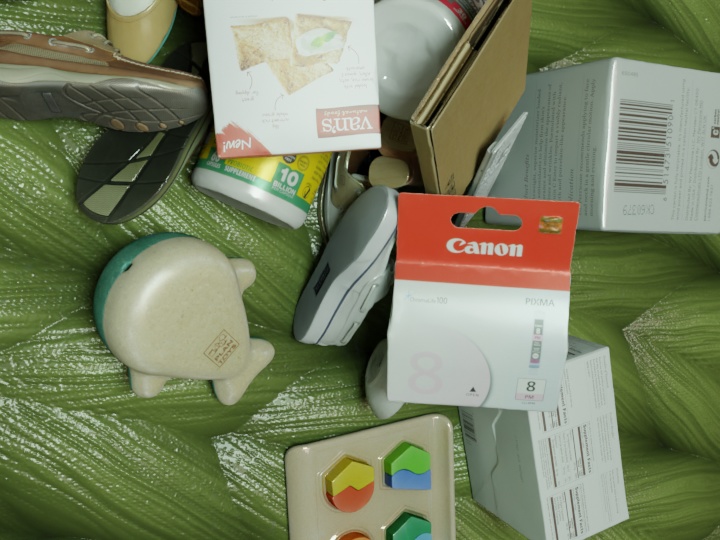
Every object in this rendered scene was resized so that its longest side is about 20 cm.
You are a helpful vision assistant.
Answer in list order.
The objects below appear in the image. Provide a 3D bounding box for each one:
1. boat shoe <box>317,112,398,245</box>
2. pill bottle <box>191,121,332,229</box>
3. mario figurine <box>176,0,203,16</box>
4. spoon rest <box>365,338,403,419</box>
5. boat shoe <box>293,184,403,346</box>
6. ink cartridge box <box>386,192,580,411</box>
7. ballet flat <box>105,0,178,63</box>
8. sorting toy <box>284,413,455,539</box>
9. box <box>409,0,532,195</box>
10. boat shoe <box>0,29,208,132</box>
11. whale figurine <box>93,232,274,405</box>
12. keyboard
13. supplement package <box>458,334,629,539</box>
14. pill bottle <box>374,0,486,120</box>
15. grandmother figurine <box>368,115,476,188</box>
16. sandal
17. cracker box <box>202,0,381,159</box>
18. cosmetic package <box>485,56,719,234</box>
[{"bbox_3d":[0.001,-0.088,0.809,0.075,0.068,0.200,-9,101,-25],"label":"boat shoe"},{"bbox_3d":[-0.069,-0.150,0.743,0.113,0.113,0.200,25,86,-27],"label":"pill bottle"},{"bbox_3d":[-0.086,-0.310,0.681,0.123,0.106,0.200,34,73,-57],"label":"mario figurine"},{"bbox_3d":[0.058,0.064,0.849,0.061,0.099,0.200,23,78,-14],"label":"spoon rest"},{"bbox_3d":[0.000,0.000,0.781,0.065,0.074,0.200,14,133,-25],"label":"boat shoe"},{"bbox_3d":[0.107,0.035,0.720,0.162,0.057,0.200,3,125,5],"label":"ink cartridge box"},{"bbox_3d":[-0.185,-0.277,0.693,0.069,0.063,0.200,15,83,17],"label":"ballet flat"},{"bbox_3d":[0.019,0.265,0.883,0.200,0.036,0.185,-7,100,-25],"label":"sorting toy"},{"bbox_3d":[0.101,-0.146,0.695,0.021,0.200,0.164,29,80,16],"label":"box"},{"bbox_3d":[-0.226,-0.166,0.663,0.200,0.076,0.072,5,69,-7],"label":"boat shoe"},{"bbox_3d":[-0.163,0.047,0.746,0.159,0.104,0.200,-52,139,-12],"label":"whale figurine"},{"bbox_3d":[0.129,-0.093,0.815,0.011,0.200,0.056,43,73,11],"label":"keyboard"},{"bbox_3d":[0.196,0.176,0.890,0.111,0.156,0.200,-14,103,-21],"label":"supplement package"},{"bbox_3d":[0.071,-0.227,0.761,0.111,0.111,0.200,61,32,-19],"label":"pill bottle"},{"bbox_3d":[0.087,-0.119,0.815,0.200,0.061,0.121,-4,123,-57],"label":"grandmother figurine"},{"bbox_3d":[-0.174,-0.120,0.722,0.080,0.057,0.201,27,70,13],"label":"sandal"},{"bbox_3d":[-0.057,-0.194,0.642,0.134,0.058,0.200,-5,102,-7],"label":"cracker box"},{"bbox_3d":[0.257,-0.125,0.857,0.165,0.200,0.165,0,97,-25],"label":"cosmetic package"}]
